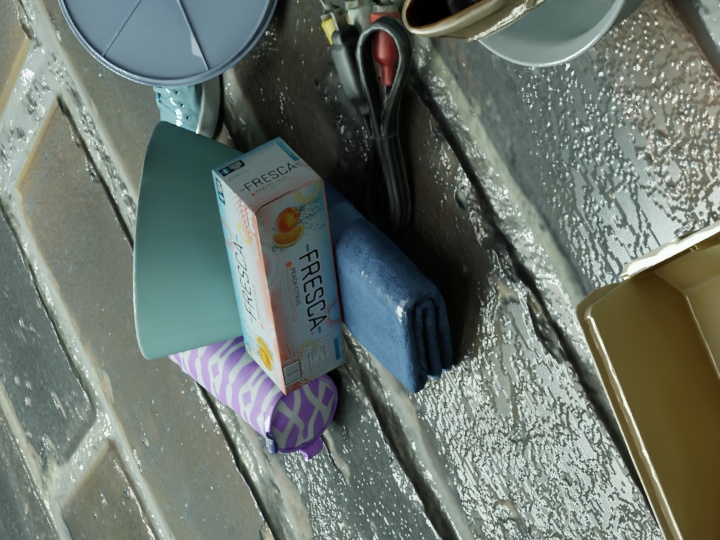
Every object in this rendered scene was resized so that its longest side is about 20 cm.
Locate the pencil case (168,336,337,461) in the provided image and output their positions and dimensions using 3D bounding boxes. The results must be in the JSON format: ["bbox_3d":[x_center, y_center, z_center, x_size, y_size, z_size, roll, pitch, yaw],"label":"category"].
[{"bbox_3d":[-0.099,0.088,1.521,0.200,0.084,0.086,37,155,43],"label":"pencil case"}]

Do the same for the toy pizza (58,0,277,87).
[{"bbox_3d":[-0.159,-0.254,1.416,0.198,0.032,0.203,2,100,10],"label":"toy pizza"}]

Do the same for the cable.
[{"bbox_3d":[0.022,-0.125,1.306,0.097,0.050,0.202,4,119,47],"label":"cable"}]

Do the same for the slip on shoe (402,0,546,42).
[{"bbox_3d":[0.092,-0.191,0.984,0.200,0.060,0.077,-29,80,55],"label":"slip on shoe"}]

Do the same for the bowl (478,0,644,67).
[{"bbox_3d":[0.130,-0.232,1.048,0.200,0.090,0.203,28,126,47],"label":"bowl"}]

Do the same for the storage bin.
[{"bbox_3d":[0.245,0.060,1.000,0.200,0.093,0.201,-34,76,55],"label":"storage bin"}]

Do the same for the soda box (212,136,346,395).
[{"bbox_3d":[-0.061,0.000,1.335,0.068,0.063,0.201,45,152,39],"label":"soda box"}]

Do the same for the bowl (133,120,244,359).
[{"bbox_3d":[-0.123,-0.022,1.439,0.201,0.104,0.204,4,-90,-86],"label":"bowl"}]

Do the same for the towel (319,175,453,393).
[{"bbox_3d":[0.000,0.000,1.349,0.200,0.048,0.112,45,154,40],"label":"towel"}]

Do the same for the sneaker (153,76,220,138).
[{"bbox_3d":[-0.173,-0.190,1.503,0.074,0.081,0.202,32,128,46],"label":"sneaker"}]
